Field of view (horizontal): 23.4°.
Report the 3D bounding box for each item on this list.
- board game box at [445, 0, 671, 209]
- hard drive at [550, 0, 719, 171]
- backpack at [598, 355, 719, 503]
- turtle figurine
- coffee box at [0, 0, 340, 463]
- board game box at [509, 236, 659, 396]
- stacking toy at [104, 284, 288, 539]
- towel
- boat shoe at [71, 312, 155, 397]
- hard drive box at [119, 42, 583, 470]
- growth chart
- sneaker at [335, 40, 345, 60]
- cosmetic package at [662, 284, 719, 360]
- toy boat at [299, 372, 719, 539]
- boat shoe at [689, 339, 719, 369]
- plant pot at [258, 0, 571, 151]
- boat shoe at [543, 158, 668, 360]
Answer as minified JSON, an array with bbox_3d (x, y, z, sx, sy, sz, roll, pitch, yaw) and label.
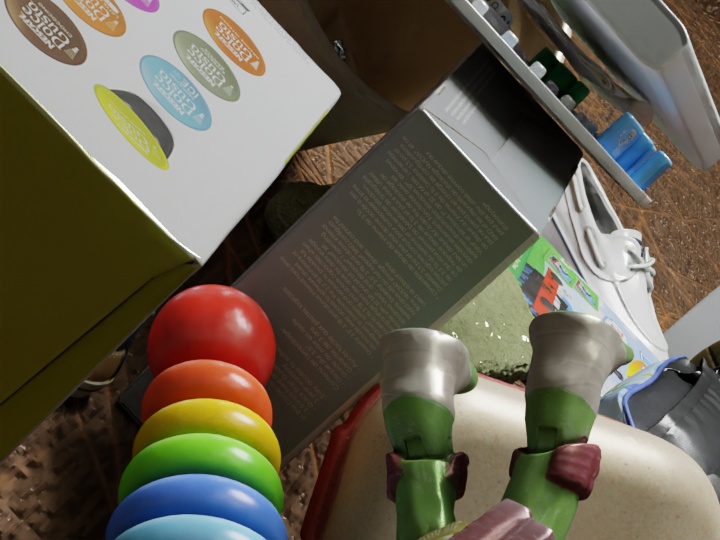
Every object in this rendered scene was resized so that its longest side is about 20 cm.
[{"bbox_3d":[0.060,-0.131,0.850,0.200,0.026,0.200,45,8,-16],"label":"board game box"},{"bbox_3d":[0.126,-0.125,0.872,0.132,0.026,0.200,51,7,18],"label":"hard drive"},{"bbox_3d":[0.163,0.156,0.928,0.184,0.147,0.200,54,19,11],"label":"backpack"},{"bbox_3d":[0.058,0.127,0.643,0.199,0.144,0.196,19,62,-24],"label":"turtle figurine"},{"bbox_3d":[-0.157,-0.041,0.588,0.200,0.200,0.198,45,23,-6],"label":"coffee box"},{"bbox_3d":[0.158,0.062,1.223,0.200,0.037,0.151,47,22,-5],"label":"board game box"},{"bbox_3d":[-0.061,0.087,0.675,0.085,0.085,0.201,35,33,-28],"label":"stacking toy"},{"bbox_3d":[0.036,0.011,1.058,0.199,0.036,0.149,0,53,-53],"label":"towel"},{"bbox_3d":[-0.128,-0.028,0.807,0.074,0.062,0.201,32,26,-31],"label":"boat shoe"},{"bbox_3d":[0.000,0.000,0.813,0.077,0.200,0.156,46,22,-3],"label":"hard drive box"},{"bbox_3d":[0.080,-0.151,0.897,0.200,0.018,0.145,46,8,-25],"label":"growth chart"},{"bbox_3d":[-0.076,-0.205,1.196,0.201,0.073,0.112,61,21,10],"label":"sneaker"},{"bbox_3d":[0.334,0.040,1.368,0.074,0.200,0.102,5,47,-59],"label":"cosmetic package"},{"bbox_3d":[0.061,0.118,0.783,0.198,0.132,0.131,20,-2,-20],"label":"toy boat"},{"bbox_3d":[0.220,0.097,1.065,0.063,0.200,0.074,33,37,-35],"label":"boat shoe"},{"bbox_3d":[-0.008,-0.155,1.029,0.199,0.183,0.203,9,75,-33],"label":"plant pot"},{"bbox_3d":[0.195,-0.006,1.364,0.073,0.065,0.201,18,36,-51],"label":"boat shoe"}]
